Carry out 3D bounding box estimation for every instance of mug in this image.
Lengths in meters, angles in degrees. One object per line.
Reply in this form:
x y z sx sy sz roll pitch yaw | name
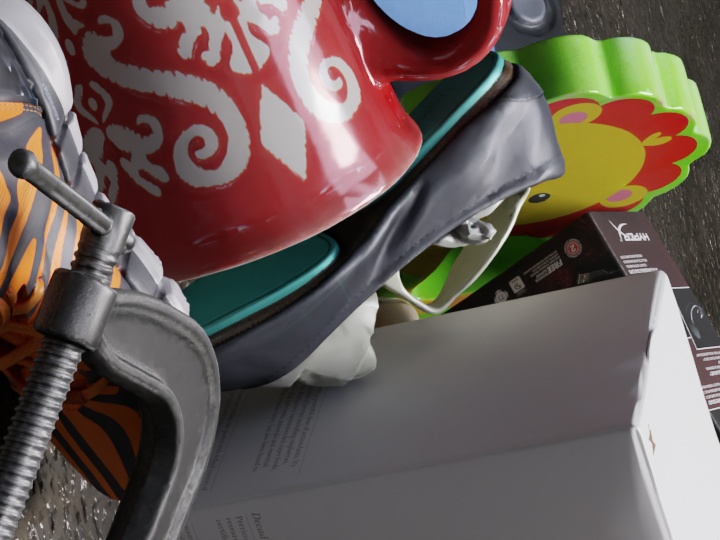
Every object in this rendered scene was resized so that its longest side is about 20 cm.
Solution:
-0.055 -0.123 1.086 0.201 0.177 0.133 67 -14 -18 | mug

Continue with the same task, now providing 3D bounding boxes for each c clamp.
-0.100 0.074 0.922 0.171 0.027 0.201 25 82 -65 | c clamp

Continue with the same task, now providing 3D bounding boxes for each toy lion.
0.055 -0.036 1.269 0.200 0.191 0.069 64 12 -67 | toy lion

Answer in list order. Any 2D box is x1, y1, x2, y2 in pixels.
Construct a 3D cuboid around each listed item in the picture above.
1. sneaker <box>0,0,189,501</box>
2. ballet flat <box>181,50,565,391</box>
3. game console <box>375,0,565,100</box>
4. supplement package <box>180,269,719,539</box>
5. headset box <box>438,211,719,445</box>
-0.118 0.016 0.958 0.201 0.077 0.112 64 30 -27 | sneaker
0.000 0.000 1.136 0.073 0.200 0.073 48 -11 13 | ballet flat
-0.002 -0.146 1.291 0.199 0.031 0.178 8 66 -29 | game console
0.034 0.096 1.152 0.121 0.199 0.120 -69 143 -59 | supplement package
0.102 0.098 1.260 0.201 0.149 0.077 61 22 13 | headset box
